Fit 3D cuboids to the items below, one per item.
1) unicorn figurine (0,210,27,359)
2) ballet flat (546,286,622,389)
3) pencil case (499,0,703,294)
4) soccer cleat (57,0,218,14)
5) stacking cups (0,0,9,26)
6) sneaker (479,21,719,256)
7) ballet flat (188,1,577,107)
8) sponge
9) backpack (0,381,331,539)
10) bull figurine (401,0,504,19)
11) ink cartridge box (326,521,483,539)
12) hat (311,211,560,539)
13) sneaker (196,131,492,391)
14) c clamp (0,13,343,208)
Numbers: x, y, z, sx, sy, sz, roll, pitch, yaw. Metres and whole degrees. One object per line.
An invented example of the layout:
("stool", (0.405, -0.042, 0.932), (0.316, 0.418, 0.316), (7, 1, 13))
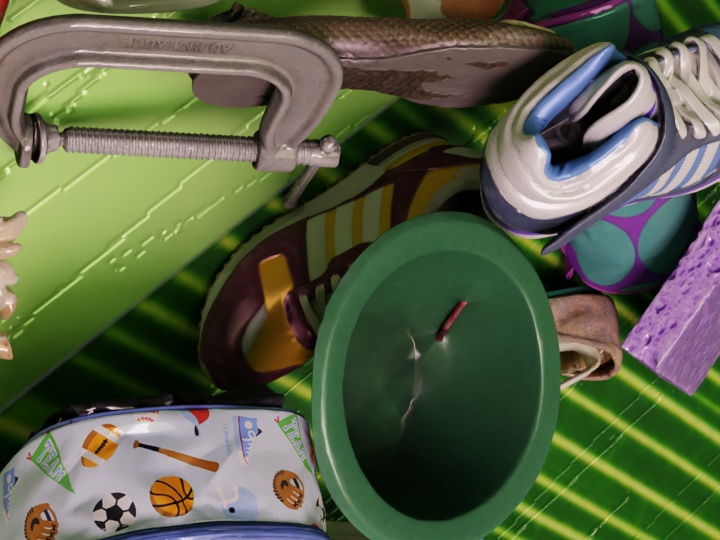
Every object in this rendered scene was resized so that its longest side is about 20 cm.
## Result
("unicorn figurine", (-0.247, 0.047, 0.840), (0.137, 0.074, 0.201), (24, 82, -29))
("ballet flat", (0.082, 0.048, 1.048), (0.199, 0.068, 0.068), (-4, 71, -32))
("pencil case", (0.142, -0.083, 1.030), (0.092, 0.085, 0.201), (-12, 125, 13))
("soccer cleat", (-0.060, -0.159, 0.858), (0.199, 0.086, 0.070), (-18, 119, -27))
("stacking cups", (-0.156, -0.187, 0.797), (0.060, 0.060, 0.201), (8, 106, -36))
("sneaker", (0.153, -0.082, 0.889), (0.199, 0.146, 0.081), (-26, 83, -6))
("ballet flat", (0.011, -0.113, 0.888), (0.199, 0.047, 0.067), (-2, 156, -5))
("sponge", (0.215, 0.018, 1.094), (0.112, 0.030, 0.200), (-58, 162, 2))
("backpack", (-0.104, 0.140, 0.877), (0.199, 0.155, 0.191), (-7, 149, -26))
("bull figurine", (0.051, -0.180, 0.917), (0.122, 0.065, 0.200), (-55, 157, -30))
("ink cartridge box", (-0.016, 0.237, 0.967), (0.200, 0.144, 0.084), (-48, 114, -32))
("hat", (-0.005, 0.063, 0.960), (0.165, 0.176, 0.201), (-15, 104, -35))
("sneaker", (0.000, 0.000, 0.965), (0.200, 0.090, 0.075), (-42, 126, -14))
("c clamp", (-0.094, -0.072, 0.866), (0.199, 0.171, 0.027), (5, 64, -23))
